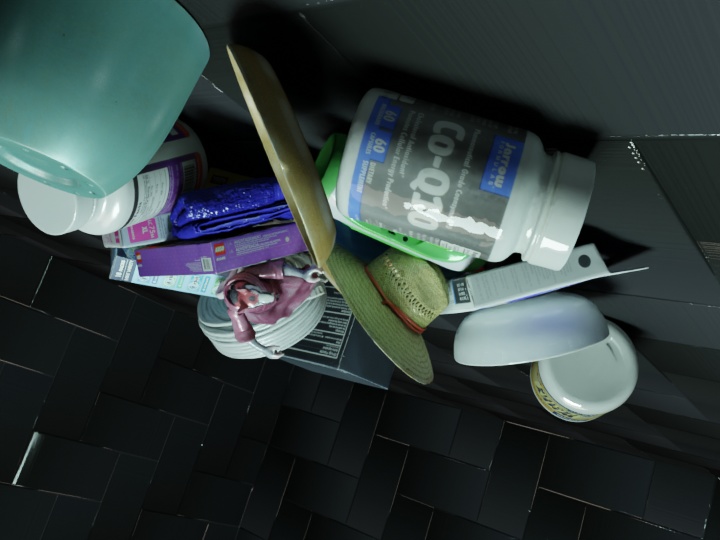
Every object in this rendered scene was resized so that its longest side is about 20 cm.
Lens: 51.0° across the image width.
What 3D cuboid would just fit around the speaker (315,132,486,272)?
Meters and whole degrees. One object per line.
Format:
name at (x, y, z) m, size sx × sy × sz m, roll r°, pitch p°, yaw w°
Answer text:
speaker at (0.046, -0.068, 0.789) m, size 0.198 × 0.089 × 0.088 m, roll 23°, pitch 167°, yaw -17°

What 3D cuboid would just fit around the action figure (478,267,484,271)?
action figure at (0.199, 0.068, 1.123) m, size 0.065 × 0.100 × 0.200 m, roll 14°, pitch 169°, yaw 22°

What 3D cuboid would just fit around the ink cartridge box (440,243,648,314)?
ink cartridge box at (0.195, 0.009, 0.873) m, size 0.197 × 0.044 × 0.198 m, roll -12°, pitch 176°, yaw -7°

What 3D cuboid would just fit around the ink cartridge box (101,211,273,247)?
ink cartridge box at (-0.227, -0.064, 0.983) m, size 0.198 × 0.043 × 0.119 m, roll -10°, pitch -173°, yaw -29°

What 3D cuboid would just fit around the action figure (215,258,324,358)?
action figure at (-0.125, 0.018, 0.935) m, size 0.148 × 0.135 × 0.200 m, roll 34°, pitch -175°, yaw 10°

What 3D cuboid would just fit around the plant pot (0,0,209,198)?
plant pot at (-0.255, -0.162, 0.668) m, size 0.198 × 0.163 × 0.201 m, roll 18°, pitch 168°, yaw 4°

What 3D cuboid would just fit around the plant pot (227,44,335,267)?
plant pot at (-0.064, -0.101, 0.652) m, size 0.027 × 0.202 × 0.200 m, roll -23°, pitch 168°, yaw -5°

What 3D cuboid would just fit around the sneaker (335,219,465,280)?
sneaker at (0.041, -0.024, 1.001) m, size 0.198 × 0.080 × 0.131 m, roll 20°, pitch 166°, yaw 1°

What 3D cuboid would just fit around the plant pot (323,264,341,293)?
plant pot at (0.000, 0.000, 0.999) m, size 0.199 × 0.028 × 0.201 m, roll 39°, pitch -161°, yaw -16°

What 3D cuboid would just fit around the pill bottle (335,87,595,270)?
pill bottle at (0.087, -0.074, 0.641) m, size 0.198 × 0.115 × 0.114 m, roll 17°, pitch 167°, yaw 7°

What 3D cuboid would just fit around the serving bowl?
serving bowl at (0.212, 0.065, 0.968) m, size 0.197 × 0.067 × 0.200 m, roll -12°, pitch -178°, yaw 0°

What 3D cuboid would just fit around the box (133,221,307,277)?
box at (-0.177, -0.026, 0.943) m, size 0.136 × 0.040 × 0.199 m, roll -16°, pitch -171°, yaw -41°

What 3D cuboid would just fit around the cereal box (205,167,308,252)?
cereal box at (-0.121, -0.078, 1.093) m, size 0.142 × 0.040 × 0.200 m, roll 15°, pitch 167°, yaw 23°

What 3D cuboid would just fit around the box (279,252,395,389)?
box at (-0.030, 0.067, 1.206) m, size 0.123 × 0.201 × 0.199 m, roll 29°, pitch 164°, yaw -39°

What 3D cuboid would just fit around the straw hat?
straw hat at (0.050, 0.020, 0.849) m, size 0.201 × 0.085 × 0.201 m, roll 48°, pitch -167°, yaw -15°

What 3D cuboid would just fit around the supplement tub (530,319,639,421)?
supplement tub at (0.340, 0.158, 1.172) m, size 0.143 × 0.146 × 0.200 m, roll 16°, pitch 167°, yaw 12°

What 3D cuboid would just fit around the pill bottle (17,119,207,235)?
pill bottle at (-0.270, -0.104, 0.835) m, size 0.110 × 0.113 × 0.200 m, roll 13°, pitch -158°, yaw 23°

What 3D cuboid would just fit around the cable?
cable at (-0.148, 0.045, 1.141) m, size 0.200 × 0.199 × 0.070 m, roll 51°, pitch 168°, yaw 54°

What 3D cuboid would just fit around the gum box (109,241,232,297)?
gum box at (-0.257, -0.039, 1.095) m, size 0.198 × 0.045 × 0.171 m, roll 11°, pitch -145°, yaw -24°

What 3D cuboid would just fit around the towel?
towel at (-0.115, -0.072, 0.876) m, size 0.198 × 0.050 × 0.147 m, roll -13°, pitch 177°, yaw -20°
